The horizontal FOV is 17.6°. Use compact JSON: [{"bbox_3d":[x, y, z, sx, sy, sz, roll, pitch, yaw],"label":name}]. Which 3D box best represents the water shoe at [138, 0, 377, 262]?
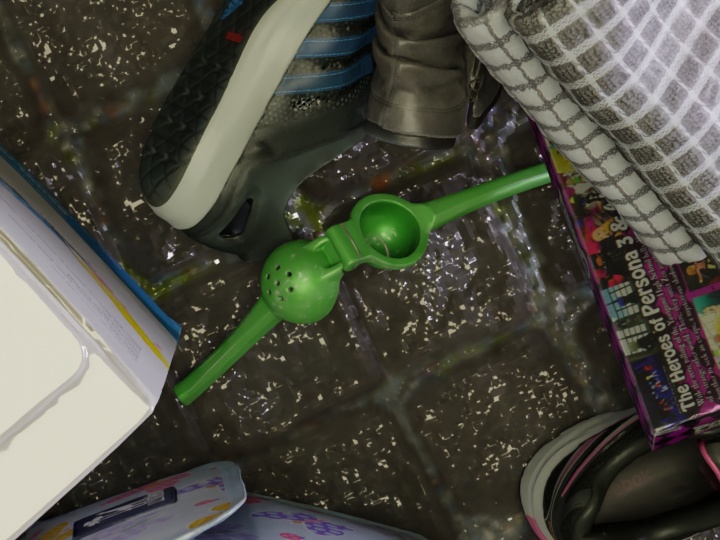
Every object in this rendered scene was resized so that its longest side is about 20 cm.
[{"bbox_3d":[-0.019,-0.099,1.016,0.079,0.071,0.200,32,94,-32],"label":"water shoe"}]

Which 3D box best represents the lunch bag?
[{"bbox_3d":[-0.053,0.150,0.978,0.200,0.170,0.127,14,93,-3],"label":"lunch bag"}]

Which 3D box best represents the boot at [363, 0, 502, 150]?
[{"bbox_3d":[0.050,-0.139,0.977,0.070,0.200,0.132,17,125,26],"label":"boot"}]

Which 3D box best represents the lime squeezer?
[{"bbox_3d":[0.000,0.000,1.014,0.200,0.071,0.038,-32,56,0],"label":"lime squeezer"}]

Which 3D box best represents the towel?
[{"bbox_3d":[0.147,-0.121,0.919,0.166,0.086,0.200,43,72,-31],"label":"towel"}]

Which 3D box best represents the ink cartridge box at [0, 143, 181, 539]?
[{"bbox_3d":[-0.176,0.036,0.946,0.147,0.200,0.145,-43,96,2],"label":"ink cartridge box"}]

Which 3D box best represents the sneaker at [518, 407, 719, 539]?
[{"bbox_3d":[0.168,0.074,1.021,0.200,0.086,0.080,-36,98,1],"label":"sneaker"}]

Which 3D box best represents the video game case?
[{"bbox_3d":[0.176,-0.044,0.996,0.181,0.036,0.200,-19,71,-1],"label":"video game case"}]
